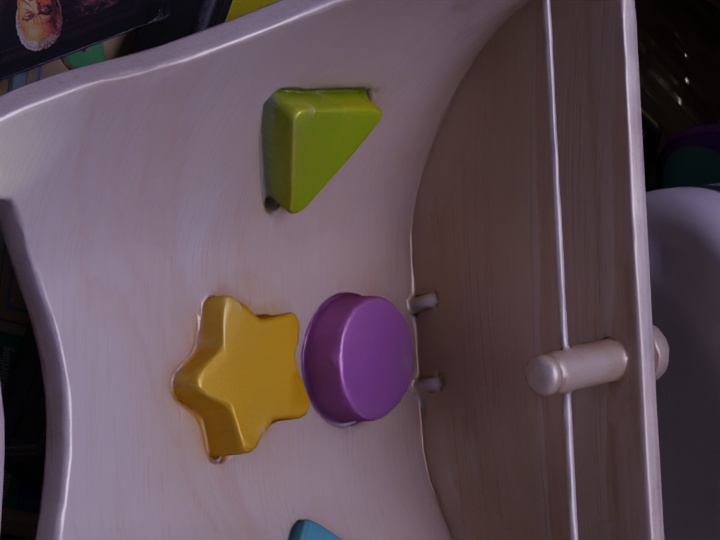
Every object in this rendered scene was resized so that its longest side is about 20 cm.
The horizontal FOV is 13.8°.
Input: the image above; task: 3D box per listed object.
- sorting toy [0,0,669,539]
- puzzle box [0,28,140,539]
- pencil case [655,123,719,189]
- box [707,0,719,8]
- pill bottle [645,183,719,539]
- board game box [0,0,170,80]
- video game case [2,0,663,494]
[{"bbox_3d":[-0.020,0.024,0.664,0.180,0.107,0.201,-6,94,-41],"label":"sorting toy"},{"bbox_3d":[-0.092,-0.039,0.725,0.133,0.025,0.201,15,74,-37],"label":"puzzle box"},{"bbox_3d":[0.110,0.057,0.840,0.092,0.085,0.200,77,23,-69],"label":"pencil case"},{"bbox_3d":[0.224,-0.122,0.775,0.200,0.164,0.166,-4,117,-26],"label":"box"},{"bbox_3d":[0.155,0.029,0.755,0.200,0.114,0.115,-5,87,-31],"label":"pill bottle"},{"bbox_3d":[-0.142,-0.087,0.626,0.200,0.035,0.136,-24,121,-26],"label":"board game box"},{"bbox_3d":[0.000,0.000,0.775,0.181,0.025,0.200,41,58,-40],"label":"video game case"}]
